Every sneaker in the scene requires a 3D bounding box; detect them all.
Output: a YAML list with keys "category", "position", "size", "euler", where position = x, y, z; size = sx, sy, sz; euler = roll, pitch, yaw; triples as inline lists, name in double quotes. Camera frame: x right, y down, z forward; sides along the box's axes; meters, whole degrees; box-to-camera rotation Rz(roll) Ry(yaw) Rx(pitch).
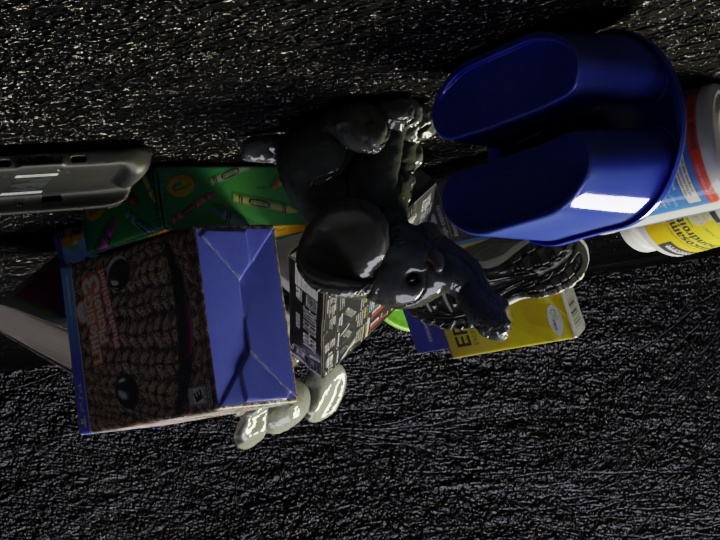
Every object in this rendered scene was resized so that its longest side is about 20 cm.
- category: "sneaker"
  position: [0.133, 0.002, 1.511]
  size: [0.200, 0.074, 0.079]
  euler: [-16, -162, 18]

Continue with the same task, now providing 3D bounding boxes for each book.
- category: "book"
  position: [-0.300, 0.044, 1.630]
  size: [0.133, 0.048, 0.200]
  euler: [27, -162, 1]

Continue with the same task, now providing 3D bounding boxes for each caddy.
- category: "caddy"
  position: [0.142, -0.093, 1.085]
  size: [0.105, 0.142, 0.200]
  euler: [-1, 172, -36]

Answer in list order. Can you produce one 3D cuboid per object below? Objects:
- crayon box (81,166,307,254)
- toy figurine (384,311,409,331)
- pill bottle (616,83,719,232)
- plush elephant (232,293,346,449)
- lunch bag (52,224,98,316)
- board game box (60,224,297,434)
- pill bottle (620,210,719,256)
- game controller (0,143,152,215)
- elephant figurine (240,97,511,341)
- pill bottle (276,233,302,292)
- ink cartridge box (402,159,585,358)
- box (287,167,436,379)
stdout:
- category: "crayon box"
  position: [-0.141, -0.056, 1.401]
  size: [0.200, 0.058, 0.119]
  euler: [-4, 172, -45]
- category: "toy figurine"
  position: [0.084, -0.027, 1.784]
  size: [0.200, 0.150, 0.184]
  euler: [-3, 160, -44]
- category: "pill bottle"
  position: [0.247, -0.095, 1.389]
  size: [0.200, 0.112, 0.112]
  euler: [-13, 173, 32]
- category: "plush elephant"
  position: [-0.106, 0.110, 1.681]
  size: [0.165, 0.155, 0.200]
  euler: [-5, -172, -41]
- category: "lunch bag"
  position: [-0.199, -0.003, 1.601]
  size: [0.150, 0.094, 0.200]
  euler: [-10, 172, 30]
- category: "board game box"
  position: [-0.166, 0.055, 1.367]
  size: [0.200, 0.160, 0.097]
  euler: [-15, 171, 44]
- category: "pill bottle"
  position: [0.393, -0.078, 1.788]
  size: [0.112, 0.112, 0.200]
  euler: [-6, 173, -29]
- category: "game controller"
  position: [-0.265, -0.073, 1.192]
  size: [0.200, 0.042, 0.104]
  euler: [-7, 159, -31]
- category: "elephant figurine"
  position: [0.012, -0.028, 1.212]
  size: [0.141, 0.200, 0.155]
  euler: [-6, 174, -32]
- category: "pill bottle"
  position: [-0.038, -0.020, 1.648]
  size: [0.116, 0.116, 0.200]
  euler: [-10, 174, 6]
- category: "ink cartridge box"
  position: [0.112, -0.009, 1.591]
  size: [0.200, 0.198, 0.047]
  euler: [-13, -165, 25]
- category: "box"
  position: [0.000, 0.000, 1.496]
  size: [0.158, 0.050, 0.200]
  euler: [-43, 160, -23]
